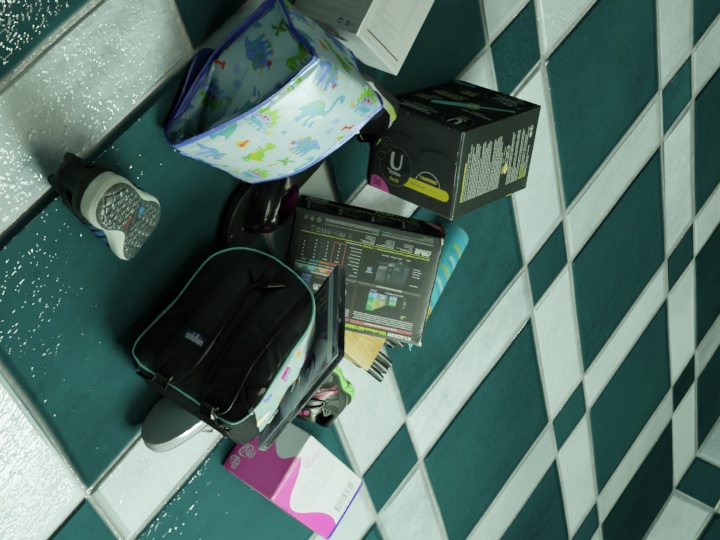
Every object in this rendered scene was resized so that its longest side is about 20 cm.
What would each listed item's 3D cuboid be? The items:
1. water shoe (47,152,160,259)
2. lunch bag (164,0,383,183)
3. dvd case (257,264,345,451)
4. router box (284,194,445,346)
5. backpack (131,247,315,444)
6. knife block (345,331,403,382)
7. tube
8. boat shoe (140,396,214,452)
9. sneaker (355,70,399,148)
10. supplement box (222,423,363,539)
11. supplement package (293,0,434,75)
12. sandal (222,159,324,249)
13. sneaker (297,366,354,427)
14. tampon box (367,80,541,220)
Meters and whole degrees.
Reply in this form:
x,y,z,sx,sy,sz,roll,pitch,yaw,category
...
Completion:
x,y,z,sx,sy,sz,roll,pitch,yaw,category
-0.262,-0.072,1.240,0.072,0.078,0.200,-54,171,-11,water shoe
-0.103,-0.186,1.350,0.199,0.128,0.169,-41,151,16,lunch bag
-0.074,0.109,1.482,0.016,0.150,0.201,23,129,-21,dvd case
0.000,0.000,1.550,0.062,0.196,0.152,-82,-176,-71,router box
-0.145,0.083,1.416,0.202,0.174,0.154,-57,164,-14,backpack
-0.013,0.103,1.719,0.199,0.063,0.178,-28,131,-45,knife block
0.104,0.018,1.808,0.202,0.050,0.078,-61,144,-31,tube
-0.192,0.169,1.501,0.200,0.071,0.067,-47,142,-39,boat shoe
-0.011,-0.204,1.516,0.199,0.071,0.084,24,92,-58,sneaker
-0.091,0.287,1.690,0.102,0.102,0.200,-56,148,-13,supplement box
0.025,-0.358,1.432,0.202,0.109,0.113,-63,147,-4,supplement package
-0.098,-0.099,1.478,0.201,0.048,0.076,-52,145,-22,sandal
-0.066,0.165,1.672,0.085,0.076,0.200,-60,147,-15,sneaker
0.131,-0.172,1.671,0.199,0.148,0.128,-22,128,-47,tampon box
